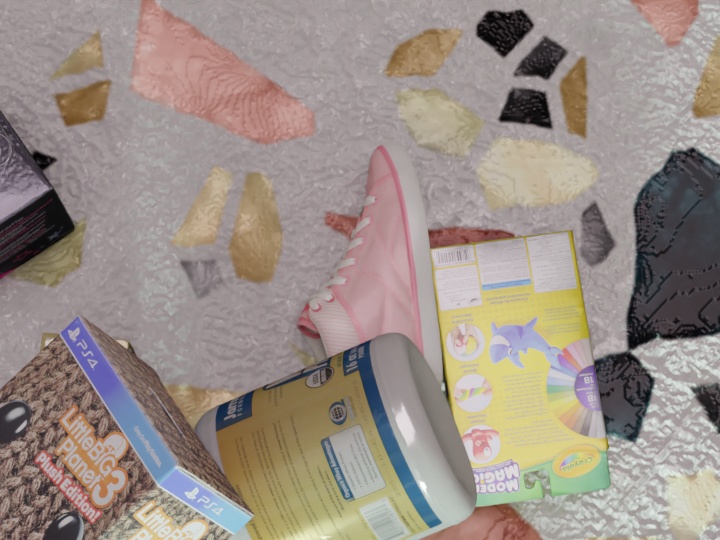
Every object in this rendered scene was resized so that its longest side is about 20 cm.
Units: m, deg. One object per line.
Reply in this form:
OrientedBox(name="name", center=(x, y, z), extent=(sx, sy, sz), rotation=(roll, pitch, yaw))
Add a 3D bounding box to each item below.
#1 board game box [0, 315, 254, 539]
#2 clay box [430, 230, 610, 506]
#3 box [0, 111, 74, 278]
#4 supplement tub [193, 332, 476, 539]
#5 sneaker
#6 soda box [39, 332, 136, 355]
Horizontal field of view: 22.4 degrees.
OrientedBox(name="board game box", center=(-0.202, 0.163, 1.225), extent=(0.200, 0.097, 0.159), rotation=(-43, 51, 2))
OrientedBox(name="clay box", center=(0.120, 0.076, 1.381), extent=(0.115, 0.048, 0.200), rotation=(-7, 77, -1))
OrientedBox(name="box", center=(-0.339, -0.042, 1.370), extent=(0.200, 0.115, 0.132), rotation=(-34, 79, -9))
OrientedBox(name="supplement tub", center=(-0.032, 0.144, 1.298), extent=(0.200, 0.145, 0.145), rotation=(-24, 77, 9))
OrientedBox(name="sneaker", center=(0.000, 0.000, 1.384), extent=(0.104, 0.075, 0.201), rotation=(-5, 79, -6))
OrientedBox(name="soda box", center=(-0.213, 0.152, 1.348), extent=(0.068, 0.064, 0.200), rotation=(5, 75, 0))
